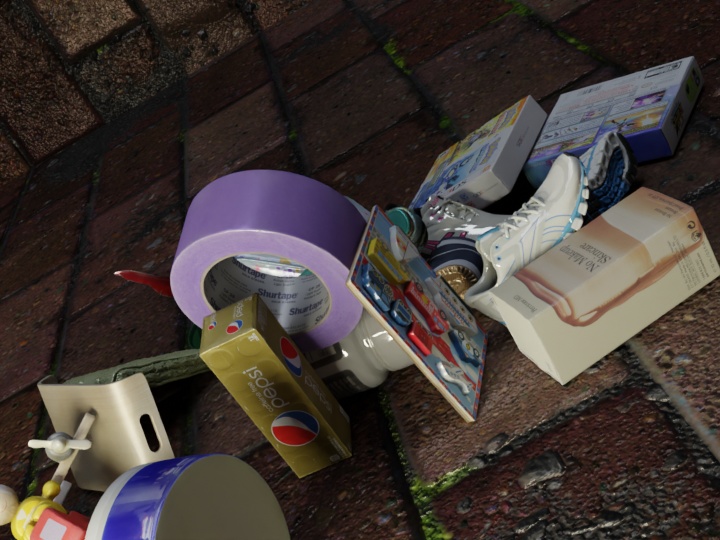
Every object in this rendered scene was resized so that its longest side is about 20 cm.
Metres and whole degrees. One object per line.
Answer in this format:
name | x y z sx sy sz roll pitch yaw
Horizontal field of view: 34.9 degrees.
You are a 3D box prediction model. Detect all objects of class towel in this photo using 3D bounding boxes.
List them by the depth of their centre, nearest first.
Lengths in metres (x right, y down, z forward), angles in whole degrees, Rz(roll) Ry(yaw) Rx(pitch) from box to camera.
towel | -0.289 0.135 1.519 0.148 0.037 0.200 -13 1 41

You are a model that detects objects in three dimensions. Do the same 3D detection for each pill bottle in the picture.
pill bottle | -0.036 0.092 1.299 0.200 0.114 0.114 -22 25 20

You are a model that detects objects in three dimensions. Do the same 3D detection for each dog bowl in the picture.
dog bowl | -0.144 0.262 0.994 0.079 0.200 0.200 -15 29 29

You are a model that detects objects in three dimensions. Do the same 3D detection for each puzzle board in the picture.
puzzle board | 0.066 0.040 1.171 0.017 0.200 0.151 -30 22 28

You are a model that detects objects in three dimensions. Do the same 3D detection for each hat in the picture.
hat | -0.210 0.000 1.594 0.166 0.176 0.200 -25 22 9

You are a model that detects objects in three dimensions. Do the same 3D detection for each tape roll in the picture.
tape roll | -0.091 -0.005 1.186 0.200 0.200 0.085 -18 43 28

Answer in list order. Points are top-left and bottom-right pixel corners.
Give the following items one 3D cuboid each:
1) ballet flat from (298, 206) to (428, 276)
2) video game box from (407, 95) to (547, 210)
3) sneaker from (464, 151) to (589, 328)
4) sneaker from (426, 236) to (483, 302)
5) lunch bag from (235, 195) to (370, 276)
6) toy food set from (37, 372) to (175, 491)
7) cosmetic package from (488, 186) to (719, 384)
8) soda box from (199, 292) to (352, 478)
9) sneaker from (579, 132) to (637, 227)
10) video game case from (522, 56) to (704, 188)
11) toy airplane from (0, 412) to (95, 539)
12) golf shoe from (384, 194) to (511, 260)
ballet flat | 0.000 0.000 1.356 0.200 0.074 0.074 -33 22 22
video game box | 0.150 -0.132 1.546 0.182 0.047 0.200 -29 20 39
sneaker | 0.172 -0.036 1.211 0.075 0.087 0.200 -131 62 -72
sneaker | 0.065 0.026 1.365 0.200 0.070 0.109 -25 16 28
lunch bag | -0.056 -0.013 1.489 0.200 0.127 0.170 11 38 10
toy food set | -0.306 0.193 1.395 0.200 0.144 0.060 -6 17 46
cosmetic package | 0.244 0.012 1.152 0.200 0.087 0.103 -35 25 -7
soda box | -0.085 0.122 1.188 0.068 0.200 0.064 -25 32 14
sneaker | 0.256 -0.077 1.336 0.087 0.075 0.200 -28 17 45
video game case | 0.330 -0.192 1.496 0.200 0.045 0.181 -12 30 39
toy airplane | -0.370 0.279 1.298 0.199 0.141 0.200 -43 32 26
golf shoe | 0.114 -0.050 1.422 0.200 0.092 0.073 -5 35 37
